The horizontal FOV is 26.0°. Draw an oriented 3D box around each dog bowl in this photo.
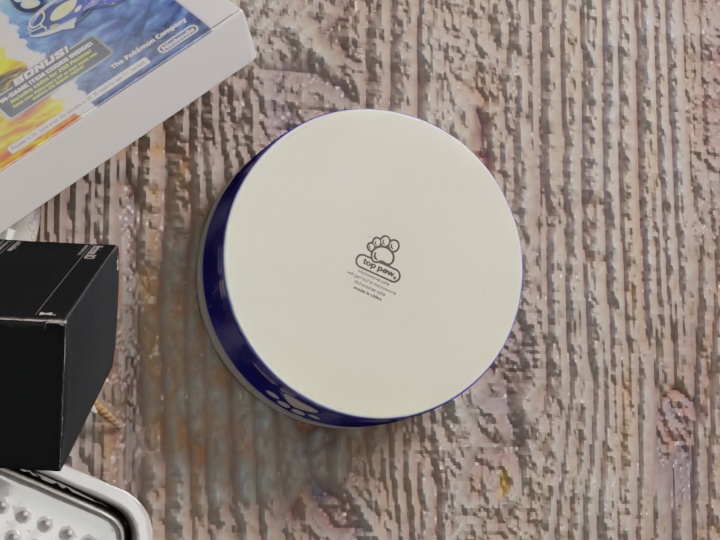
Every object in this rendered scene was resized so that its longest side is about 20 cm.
[{"bbox_3d":[0.000,0.000,1.001,0.200,0.079,0.200,2,81,-17],"label":"dog bowl"}]

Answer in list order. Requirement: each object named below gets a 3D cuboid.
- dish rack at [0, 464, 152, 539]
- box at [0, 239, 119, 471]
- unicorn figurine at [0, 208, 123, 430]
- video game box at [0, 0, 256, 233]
[{"bbox_3d":[-0.232,0.201,0.920,0.172,0.044,0.200,25,76,-11],"label":"dish rack"},{"bbox_3d":[-0.206,0.035,0.801,0.141,0.200,0.079,1,101,-2],"label":"box"},{"bbox_3d":[-0.222,0.010,0.931,0.137,0.074,0.200,0,102,5],"label":"unicorn figurine"},{"bbox_3d":[-0.195,-0.129,0.926,0.200,0.047,0.182,-38,52,-20],"label":"video game box"}]
